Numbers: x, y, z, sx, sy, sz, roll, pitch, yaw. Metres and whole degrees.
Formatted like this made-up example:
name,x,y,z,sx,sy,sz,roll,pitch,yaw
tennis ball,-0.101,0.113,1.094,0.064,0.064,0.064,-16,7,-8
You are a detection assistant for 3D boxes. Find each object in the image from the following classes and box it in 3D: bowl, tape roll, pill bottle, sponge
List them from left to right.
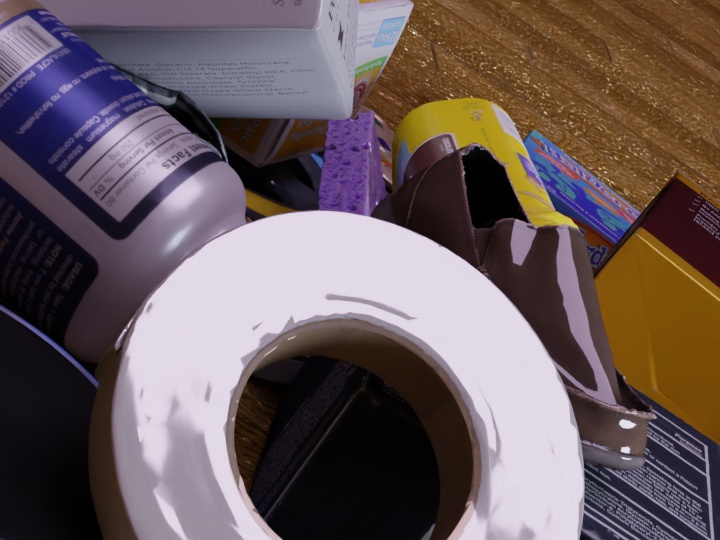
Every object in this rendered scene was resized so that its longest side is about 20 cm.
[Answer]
name,x,y,z,sx,sy,sz,roll,pitch,yaw
bowl,-0.164,0.066,0.950,0.200,0.039,0.201,32,20,-13
pill bottle,-0.126,-0.029,1.115,0.200,0.116,0.116,41,20,8
tape roll,-0.009,0.074,0.944,0.202,0.037,0.203,8,66,-19
sponge,0.000,0.000,1.280,0.030,0.112,0.200,-7,23,5

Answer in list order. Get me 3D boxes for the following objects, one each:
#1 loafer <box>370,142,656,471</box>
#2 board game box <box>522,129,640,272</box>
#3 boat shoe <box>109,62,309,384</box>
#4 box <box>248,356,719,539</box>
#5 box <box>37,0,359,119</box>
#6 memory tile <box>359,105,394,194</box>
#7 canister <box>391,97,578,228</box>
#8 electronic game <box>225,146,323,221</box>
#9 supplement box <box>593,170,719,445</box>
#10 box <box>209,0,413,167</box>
name,x,y,z,sx,sy,sz,roll,pitch,yaw
loafer,0.071,0.010,1.070,0.073,0.071,0.200,15,28,-44
board game box,0.160,-0.028,1.679,0.152,0.045,0.200,38,12,1
boat shoe,-0.080,-0.023,1.216,0.200,0.091,0.071,32,20,-15
box,0.060,0.112,1.104,0.200,0.123,0.198,34,21,-6
box,-0.101,-0.193,1.253,0.199,0.200,0.131,2,-15,9
memory tile,0.029,-0.063,1.559,0.200,0.017,0.153,38,13,-19
canister,0.070,0.003,1.343,0.086,0.149,0.200,-7,25,-4
electronic game,-0.079,-0.075,1.411,0.200,0.042,0.200,32,20,-14
supplement box,0.219,0.065,1.470,0.197,0.133,0.200,38,19,4
box,-0.088,-0.158,1.385,0.200,0.102,0.112,35,22,17
